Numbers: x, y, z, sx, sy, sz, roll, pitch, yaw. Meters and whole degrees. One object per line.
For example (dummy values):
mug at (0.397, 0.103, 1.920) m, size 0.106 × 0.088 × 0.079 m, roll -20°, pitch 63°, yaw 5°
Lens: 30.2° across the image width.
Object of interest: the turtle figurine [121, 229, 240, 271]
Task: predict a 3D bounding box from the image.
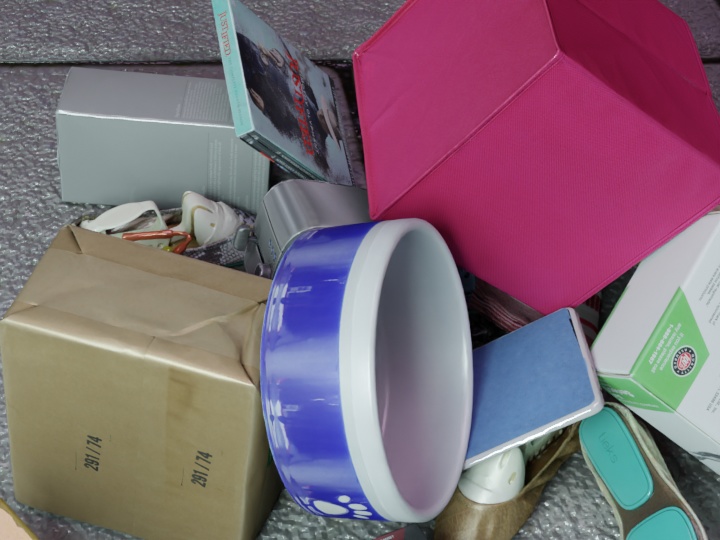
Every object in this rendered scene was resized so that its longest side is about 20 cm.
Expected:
turtle figurine at (-0.116, 0.037, 1.097) m, size 0.199 × 0.065 × 0.161 m, roll 22°, pitch 23°, yaw -8°

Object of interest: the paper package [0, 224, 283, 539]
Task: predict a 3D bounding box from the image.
paper package at (-0.145, 0.091, 0.934) m, size 0.190 × 0.201 × 0.104 m, roll 14°, pitch 42°, yaw 7°

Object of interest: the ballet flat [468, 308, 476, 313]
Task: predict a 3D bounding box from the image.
ballet flat at (0.039, -0.007, 1.176) m, size 0.199 × 0.069 × 0.068 m, roll 7°, pitch 38°, yaw -1°

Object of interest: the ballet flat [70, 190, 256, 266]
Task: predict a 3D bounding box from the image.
ballet flat at (-0.167, -0.034, 1.177) m, size 0.199 × 0.072 × 0.072 m, roll -10°, pitch 43°, yaw -19°

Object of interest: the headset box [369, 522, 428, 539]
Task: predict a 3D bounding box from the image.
headset box at (0.008, 0.263, 0.849) m, size 0.148 × 0.077 × 0.200 m, roll -15°, pitch 44°, yaw -25°

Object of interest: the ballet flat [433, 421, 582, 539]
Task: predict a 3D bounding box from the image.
ballet flat at (0.120, 0.140, 1.012) m, size 0.068 × 0.073 × 0.200 m, roll 26°, pitch 44°, yaw 31°

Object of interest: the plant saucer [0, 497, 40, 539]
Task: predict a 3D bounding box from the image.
plant saucer at (-0.195, 0.224, 0.775) m, size 0.048 × 0.200 × 0.200 m, roll -45°, pitch 85°, yaw -1°

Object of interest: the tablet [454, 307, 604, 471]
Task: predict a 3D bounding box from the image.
tablet at (0.082, 0.105, 1.003) m, size 0.199 × 0.014 × 0.130 m, roll -26°, pitch 29°, yaw 14°

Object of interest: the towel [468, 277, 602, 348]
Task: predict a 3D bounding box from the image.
towel at (0.158, -0.008, 1.192) m, size 0.144 × 0.023 × 0.200 m, roll 31°, pitch 39°, yaw -11°

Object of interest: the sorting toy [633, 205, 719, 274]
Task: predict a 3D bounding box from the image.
sorting toy at (0.269, -0.032, 1.135) m, size 0.199 × 0.107 × 0.180 m, roll 28°, pitch 5°, yaw 8°

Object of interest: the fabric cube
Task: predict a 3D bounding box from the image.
fabric cube at (0.134, -0.120, 1.018) m, size 0.199 × 0.196 × 0.201 m, roll 27°, pitch 40°, yaw -30°

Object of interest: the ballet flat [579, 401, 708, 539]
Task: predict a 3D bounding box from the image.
ballet flat at (0.222, 0.183, 0.983) m, size 0.062 × 0.067 × 0.201 m, roll 26°, pitch 38°, yaw -44°

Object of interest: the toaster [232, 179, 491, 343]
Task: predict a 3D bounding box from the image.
toaster at (0.000, 0.000, 1.062) m, size 0.199 × 0.114 × 0.129 m, roll 8°, pitch 25°, yaw -24°

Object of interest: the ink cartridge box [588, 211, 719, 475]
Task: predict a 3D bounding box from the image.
ink cartridge box at (0.288, 0.073, 1.000) m, size 0.200 × 0.084 × 0.146 m, roll 37°, pitch 77°, yaw -15°

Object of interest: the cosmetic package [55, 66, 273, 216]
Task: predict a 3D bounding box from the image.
cosmetic package at (-0.179, -0.119, 1.247) m, size 0.199 × 0.107 × 0.090 m, roll 8°, pitch 40°, yaw -2°

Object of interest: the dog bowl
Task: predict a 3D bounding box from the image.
dog bowl at (0.010, 0.067, 0.900) m, size 0.078 × 0.201 × 0.200 m, roll -3°, pitch 36°, yaw 23°

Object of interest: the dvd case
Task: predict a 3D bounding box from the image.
dvd case at (-0.066, -0.151, 1.221) m, size 0.022 × 0.200 × 0.147 m, roll -21°, pitch 64°, yaw 20°
